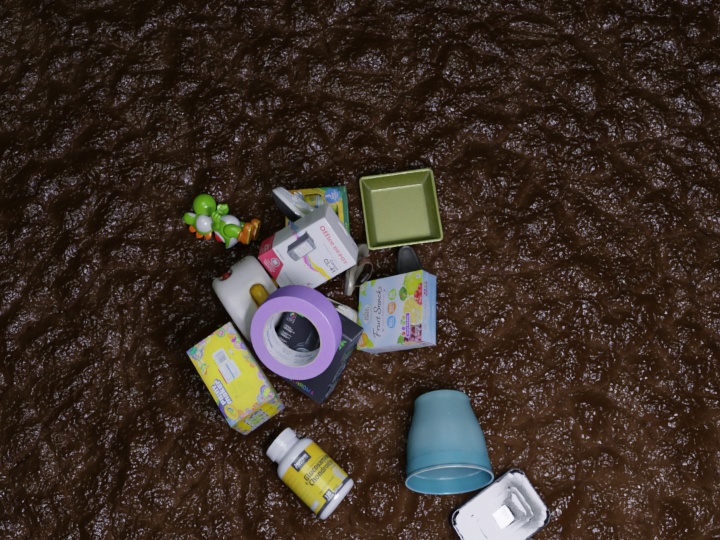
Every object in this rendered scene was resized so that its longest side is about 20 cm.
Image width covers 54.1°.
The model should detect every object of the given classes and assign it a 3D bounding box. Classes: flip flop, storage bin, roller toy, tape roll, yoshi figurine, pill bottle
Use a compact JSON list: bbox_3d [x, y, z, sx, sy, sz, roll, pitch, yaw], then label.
[{"bbox_3d":[0.000,0.000,1.737,0.056,0.201,0.083,5,115,8],"label":"flip flop"},{"bbox_3d":[0.309,0.555,1.587,0.198,0.094,0.136,-33,74,-8],"label":"storage bin"},{"bbox_3d":[-0.260,0.064,1.708,0.139,0.201,0.183,-35,61,-9],"label":"roller toy"},{"bbox_3d":[-0.142,0.138,1.568,0.195,0.066,0.205,5,114,12],"label":"tape roll"},{"bbox_3d":[-0.361,-0.139,1.826,0.195,0.113,0.114,15,57,9],"label":"yoshi figurine"},{"bbox_3d":[-0.120,0.460,1.619,0.199,0.112,0.112,40,77,12],"label":"pill bottle"}]

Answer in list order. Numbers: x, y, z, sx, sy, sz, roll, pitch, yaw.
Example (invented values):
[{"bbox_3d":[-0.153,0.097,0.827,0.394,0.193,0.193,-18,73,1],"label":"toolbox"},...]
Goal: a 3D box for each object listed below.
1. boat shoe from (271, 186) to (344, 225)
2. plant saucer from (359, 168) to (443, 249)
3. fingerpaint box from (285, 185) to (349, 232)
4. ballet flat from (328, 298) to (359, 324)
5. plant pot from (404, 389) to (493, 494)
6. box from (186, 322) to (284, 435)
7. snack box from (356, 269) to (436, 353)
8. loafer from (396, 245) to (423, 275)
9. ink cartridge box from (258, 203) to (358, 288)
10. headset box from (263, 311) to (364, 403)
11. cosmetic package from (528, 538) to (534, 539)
[{"bbox_3d":[-0.134,-0.145,1.757,0.200,0.075,0.065,36,70,7],"label":"boat shoe"},{"bbox_3d":[0.104,-0.154,1.840,0.195,0.048,0.205,-7,73,-1],"label":"plant saucer"},{"bbox_3d":[-0.109,-0.107,1.818,0.162,0.074,0.205,-4,72,1],"label":"fingerpaint box"},{"bbox_3d":[-0.077,0.104,1.756,0.196,0.062,0.069,22,76,8],"label":"ballet flat"},{"bbox_3d":[0.192,0.384,1.603,0.195,0.202,0.192,-3,57,1],"label":"plant pot"},{"bbox_3d":[-0.285,0.257,1.646,0.121,0.193,0.202,-33,74,-9],"label":"box"},{"bbox_3d":[0.086,0.103,1.696,0.197,0.067,0.173,-14,66,40],"label":"snack box"},{"bbox_3d":[0.134,0.027,1.769,0.071,0.072,0.204,-13,72,-3],"label":"loafer"},{"bbox_3d":[-0.124,-0.043,1.692,0.197,0.086,0.149,-28,114,19],"label":"ink cartridge box"},{"bbox_3d":[-0.108,0.175,1.669,0.172,0.093,0.203,32,112,11],"label":"headset box"},{"bbox_3d":[0.339,0.692,1.539,0.087,0.104,0.200,42,80,12],"label":"cosmetic package"}]
